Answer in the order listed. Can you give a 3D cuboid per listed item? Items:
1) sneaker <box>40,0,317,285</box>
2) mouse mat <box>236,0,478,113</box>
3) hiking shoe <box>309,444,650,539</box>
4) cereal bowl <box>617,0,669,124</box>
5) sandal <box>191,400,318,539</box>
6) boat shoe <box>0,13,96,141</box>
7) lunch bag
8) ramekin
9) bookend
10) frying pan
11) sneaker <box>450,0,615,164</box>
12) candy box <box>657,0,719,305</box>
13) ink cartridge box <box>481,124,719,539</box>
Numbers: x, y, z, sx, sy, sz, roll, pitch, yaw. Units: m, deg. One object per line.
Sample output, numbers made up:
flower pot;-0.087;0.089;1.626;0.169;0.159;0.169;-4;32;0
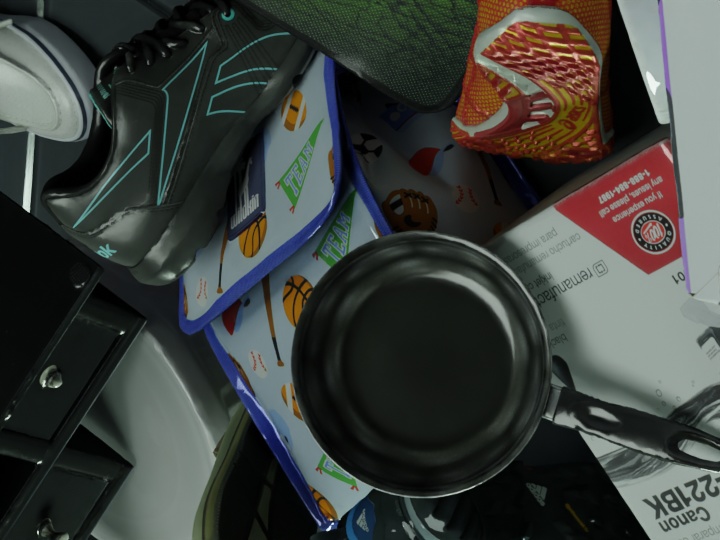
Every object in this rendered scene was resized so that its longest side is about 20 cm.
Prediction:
sneaker;-0.078;-0.092;1.005;0.079;0.200;0.075;27;-177;-20
mouse mat;-0.010;-0.171;0.922;0.200;0.008;0.161;31;125;-6
hiking shoe;0.077;0.131;1.019;0.200;0.075;0.087;25;141;-35
cereal bowl;0.117;-0.160;0.773;0.083;0.200;0.201;-17;109;8
sandal;-0.048;0.102;1.096;0.080;0.201;0.057;47;124;-8
boat shoe;-0.240;-0.117;1.226;0.202;0.086;0.075;30;135;29
lunch bag;0.000;0.000;1.034;0.170;0.124;0.200;-40;77;46
ramekin;-0.123;0.062;1.227;0.202;0.094;0.203;26;133;31
bookend;-0.178;0.079;1.128;0.092;0.199;0.200;34;-179;24
frying pan;0.063;0.036;0.913;0.189;0.031;0.115;-6;88;11
sneaker;0.080;-0.095;0.903;0.073;0.077;0.200;8;164;0
candy box;0.182;-0.101;0.705;0.071;0.200;0.168;14;126;38
ink cartridge box;0.162;0.037;0.919;0.200;0.084;0.144;56;141;-2
